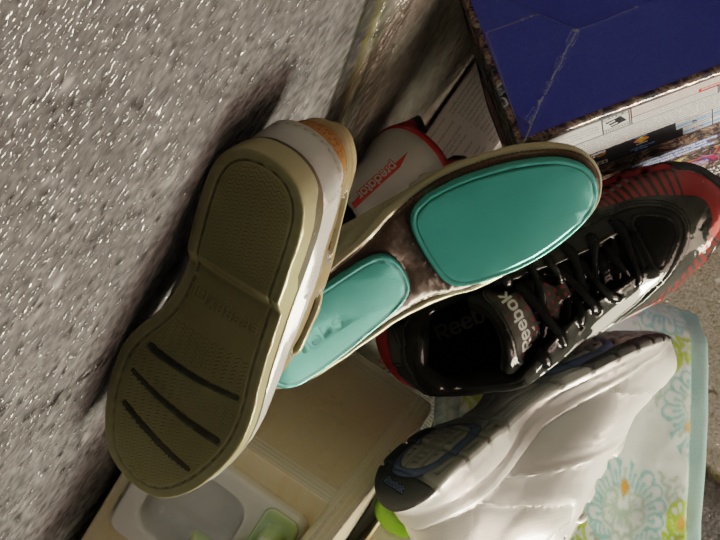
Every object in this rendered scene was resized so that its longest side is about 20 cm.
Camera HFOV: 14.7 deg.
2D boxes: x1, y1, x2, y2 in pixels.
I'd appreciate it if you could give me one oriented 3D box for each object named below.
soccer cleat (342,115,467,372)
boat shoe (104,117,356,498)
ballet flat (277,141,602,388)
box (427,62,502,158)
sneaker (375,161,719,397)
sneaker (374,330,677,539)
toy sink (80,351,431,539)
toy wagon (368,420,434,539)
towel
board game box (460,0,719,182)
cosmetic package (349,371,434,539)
[{"bbox_3d":[0.000,0.000,1.488,0.085,0.069,0.200,-37,160,-33],"label":"soccer cleat"},{"bbox_3d":[-0.051,0.019,1.237,0.068,0.075,0.200,-34,158,-51],"label":"boat shoe"},{"bbox_3d":[0.020,-0.013,1.355,0.200,0.070,0.069,-27,167,-6],"label":"ballet flat"},{"bbox_3d":[0.069,-0.086,1.584,0.200,0.041,0.039,-56,171,6],"label":"box"},{"bbox_3d":[0.099,0.010,1.408,0.200,0.071,0.098,-26,-171,7],"label":"sneaker"},{"bbox_3d":[0.093,0.095,1.446,0.200,0.087,0.074,-34,-160,-30],"label":"sneaker"},{"bbox_3d":[-0.066,0.124,1.443,0.131,0.112,0.200,-59,175,29],"label":"toy sink"},{"bbox_3d":[0.009,0.168,1.546,0.200,0.040,0.155,-50,171,-45],"label":"toy wagon"},{"bbox_3d":[0.116,0.105,1.521,0.048,0.171,0.201,-16,-113,50],"label":"towel"},{"bbox_3d":[0.147,-0.102,1.450,0.159,0.097,0.200,-20,162,1],"label":"board game box"},{"bbox_3d":[-0.026,0.122,1.674,0.200,0.105,0.071,-42,164,-48],"label":"cosmetic package"}]
